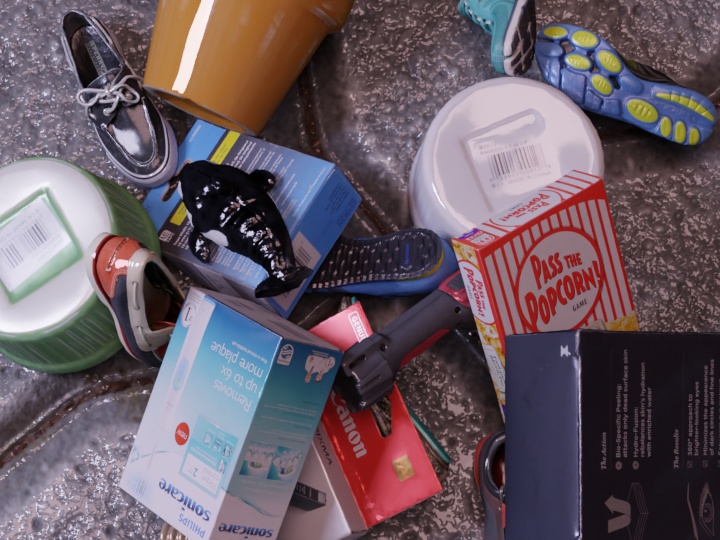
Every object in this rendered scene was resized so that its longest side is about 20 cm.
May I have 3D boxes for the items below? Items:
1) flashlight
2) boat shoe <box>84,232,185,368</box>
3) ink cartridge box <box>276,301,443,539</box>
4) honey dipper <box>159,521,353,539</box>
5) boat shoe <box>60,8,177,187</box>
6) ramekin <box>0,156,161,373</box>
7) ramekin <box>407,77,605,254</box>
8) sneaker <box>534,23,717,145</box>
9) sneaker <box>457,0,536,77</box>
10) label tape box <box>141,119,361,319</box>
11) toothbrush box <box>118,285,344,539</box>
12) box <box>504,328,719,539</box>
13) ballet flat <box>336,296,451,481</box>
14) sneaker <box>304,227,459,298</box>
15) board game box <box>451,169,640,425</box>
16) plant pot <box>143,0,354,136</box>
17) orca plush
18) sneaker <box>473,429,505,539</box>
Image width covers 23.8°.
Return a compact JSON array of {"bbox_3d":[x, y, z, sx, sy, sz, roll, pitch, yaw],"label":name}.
[{"bbox_3d":[0.059,0.060,1.587,0.199,0.068,0.068,-36,88,-26],"label":"flashlight"},{"bbox_3d":[-0.190,0.036,1.588,0.062,0.201,0.072,15,62,25],"label":"boat shoe"},{"bbox_3d":[-0.041,0.155,1.598,0.175,0.045,0.202,-30,74,20],"label":"ink cartridge box"},{"bbox_3d":[-0.091,0.251,1.571,0.198,0.038,0.038,-1,72,24],"label":"honey dipper"},{"bbox_3d":[-0.246,-0.176,1.712,0.073,0.068,0.201,-25,72,5],"label":"boat shoe"},{"bbox_3d":[-0.299,-0.010,1.634,0.197,0.098,0.203,-4,74,13],"label":"ramekin"},{"bbox_3d":[0.147,-0.091,1.679,0.198,0.098,0.203,0,74,0],"label":"ramekin"},{"bbox_3d":[0.260,-0.181,1.711,0.198,0.083,0.071,26,94,-5],"label":"sneaker"},{"bbox_3d":[0.138,-0.265,1.726,0.079,0.078,0.201,-4,43,6],"label":"sneaker"},{"bbox_3d":[-0.116,-0.053,1.675,0.199,0.063,0.145,21,72,40],"label":"label tape box"},{"bbox_3d":[-0.119,0.136,1.544,0.146,0.085,0.202,26,99,45],"label":"toothbrush box"},{"bbox_3d":[0.239,0.154,1.537,0.198,0.117,0.199,3,86,-31],"label":"box"},{"bbox_3d":[0.010,0.125,1.637,0.075,0.068,0.201,-32,78,7],"label":"ballet flat"},{"bbox_3d":[0.000,0.000,1.675,0.198,0.078,0.067,-1,67,21],"label":"sneaker"},{"bbox_3d":[0.179,0.031,1.593,0.151,0.046,0.202,-30,116,-23],"label":"board game box"},{"bbox_3d":[-0.124,-0.241,1.683,0.198,0.200,0.185,23,86,7],"label":"plant pot"},{"bbox_3d":[-0.126,-0.051,1.586,0.105,0.071,0.201,-33,48,9],"label":"orca plush"},{"bbox_3d":[0.146,0.243,1.588,0.076,0.082,0.202,-14,74,-4],"label":"sneaker"}]
